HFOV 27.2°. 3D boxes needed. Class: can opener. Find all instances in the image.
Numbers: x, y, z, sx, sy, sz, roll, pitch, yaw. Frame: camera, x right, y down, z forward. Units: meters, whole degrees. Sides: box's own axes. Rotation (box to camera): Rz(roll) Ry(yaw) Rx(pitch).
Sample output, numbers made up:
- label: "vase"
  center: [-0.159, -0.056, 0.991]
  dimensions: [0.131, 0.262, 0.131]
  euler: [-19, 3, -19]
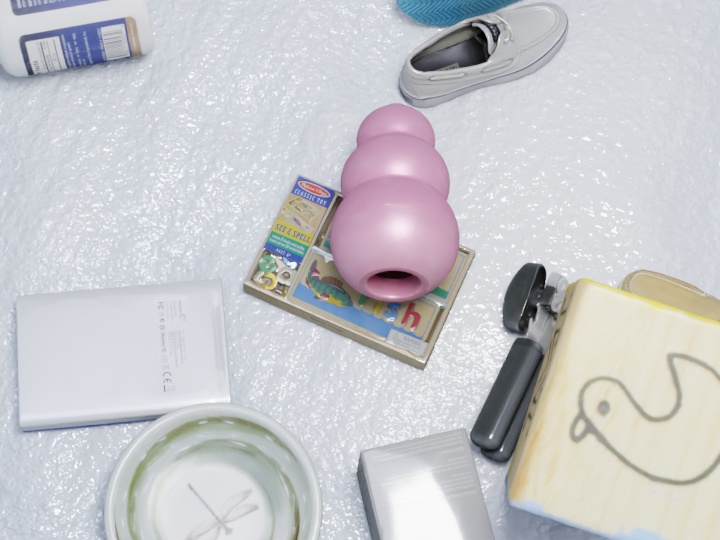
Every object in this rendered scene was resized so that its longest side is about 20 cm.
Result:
- label: "can opener"
  center: [0.154, 0.088, 1.439]
  dimensions: [0.066, 0.053, 0.201]
  euler: [6, 61, 37]

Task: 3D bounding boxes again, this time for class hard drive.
- label: "hard drive"
  center: [-0.228, 0.080, 1.429]
  dimensions: [0.198, 0.025, 0.133]
  euler: [-5, 69, -5]

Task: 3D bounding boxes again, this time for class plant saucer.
- label: "plant saucer"
  center: [-0.134, 0.224, 1.364]
  dimensions: [0.198, 0.050, 0.202]
  euler: [1, 68, -3]

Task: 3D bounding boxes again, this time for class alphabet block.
- label: "alphabet block"
  center: [0.247, 0.131, 1.312]
  dimensions: [0.194, 0.196, 0.201]
  euler: [18, 90, 3]

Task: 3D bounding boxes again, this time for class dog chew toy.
- label: "dog chew toy"
  center: [0.033, -0.073, 1.430]
  dimensions: [0.123, 0.125, 0.201]
  euler: [2, 59, -2]

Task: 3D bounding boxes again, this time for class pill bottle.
- label: "pill bottle"
  center: [-0.316, -0.260, 1.514]
  dimensions: [0.198, 0.111, 0.112]
  euler: [-11, 69, -7]

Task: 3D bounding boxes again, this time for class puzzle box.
- label: "puzzle box"
  center: [0.000, 0.000, 1.472]
  dimensions: [0.199, 0.025, 0.134]
  euler: [23, 69, 6]

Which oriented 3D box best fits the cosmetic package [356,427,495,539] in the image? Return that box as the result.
- label: "cosmetic package"
  center: [0.068, 0.255, 1.344]
  dimensions: [0.106, 0.090, 0.201]
  euler: [-10, 72, -7]

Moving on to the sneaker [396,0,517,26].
- label: "sneaker"
  center: [0.123, -0.323, 1.586]
  dimensions: [0.199, 0.077, 0.081]
  euler: [-20, 62, -17]

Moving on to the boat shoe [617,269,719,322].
- label: "boat shoe"
  center: [0.343, 0.054, 1.439]
  dimensions: [0.199, 0.076, 0.072]
  euler: [30, 70, 9]

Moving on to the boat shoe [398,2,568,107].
- label: "boat shoe"
  center: [0.131, -0.237, 1.550]
  dimensions: [0.199, 0.066, 0.072]
  euler: [-20, 70, -10]
